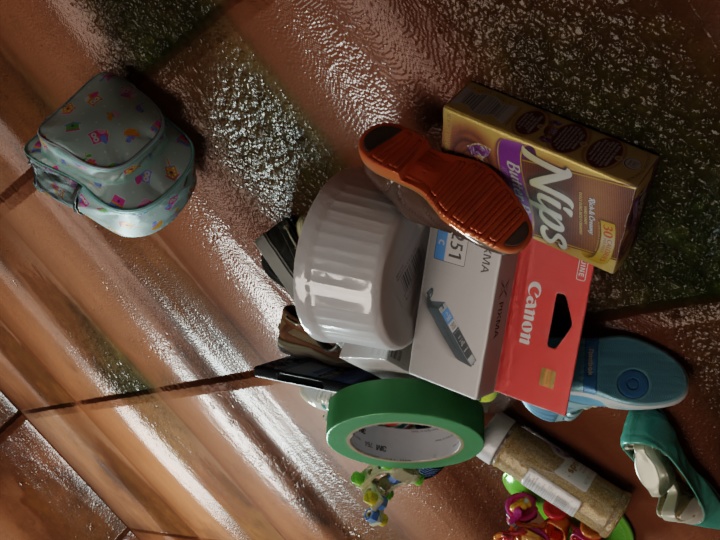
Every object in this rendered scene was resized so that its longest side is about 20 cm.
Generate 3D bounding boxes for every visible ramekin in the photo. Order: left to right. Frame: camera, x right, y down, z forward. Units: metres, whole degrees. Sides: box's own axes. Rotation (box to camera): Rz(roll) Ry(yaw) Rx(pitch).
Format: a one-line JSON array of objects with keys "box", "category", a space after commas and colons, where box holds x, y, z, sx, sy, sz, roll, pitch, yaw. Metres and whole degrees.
[{"box": [0.020, -0.008, 1.038, 0.098, 0.201, 0.201, 14, 138, 27], "category": "ramekin"}]

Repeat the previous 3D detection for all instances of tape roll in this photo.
[{"box": [0.057, 0.198, 1.197, 0.200, 0.048, 0.200, 2, 150, 1], "category": "tape roll"}]

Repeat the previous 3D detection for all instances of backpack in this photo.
[{"box": [-0.319, -0.150, 1.251, 0.200, 0.176, 0.153, 36, 151, 2], "category": "backpack"}]

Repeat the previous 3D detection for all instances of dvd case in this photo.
[{"box": [-0.033, 0.137, 1.315, 0.200, 0.143, 0.018, 5, 103, 44], "category": "dvd case"}]

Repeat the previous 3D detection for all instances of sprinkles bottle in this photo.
[{"box": [0.247, 0.263, 1.220, 0.200, 0.068, 0.068, 31, 146, 17], "category": "sprinkles bottle"}]

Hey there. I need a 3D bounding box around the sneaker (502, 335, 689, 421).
[{"box": [0.264, 0.128, 1.055, 0.200, 0.080, 0.131, 8, 156, 23], "category": "sneaker"}]

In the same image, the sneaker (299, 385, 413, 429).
[{"box": [-0.019, 0.170, 1.314, 0.200, 0.070, 0.093, 13, 170, 37], "category": "sneaker"}]

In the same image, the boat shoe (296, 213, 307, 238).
[{"box": [0.000, 0.000, 1.190, 0.066, 0.074, 0.200, -31, 105, 32], "category": "boat shoe"}]

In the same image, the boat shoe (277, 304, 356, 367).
[{"box": [-0.035, 0.087, 1.314, 0.200, 0.076, 0.072, 5, 107, 29], "category": "boat shoe"}]

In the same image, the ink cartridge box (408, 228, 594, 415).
[{"box": [0.145, 0.039, 0.991, 0.176, 0.045, 0.200, 17, 107, 35], "category": "ink cartridge box"}]

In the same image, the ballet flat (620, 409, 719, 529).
[{"box": [0.354, 0.245, 1.082, 0.067, 0.070, 0.200, -11, 120, 51], "category": "ballet flat"}]

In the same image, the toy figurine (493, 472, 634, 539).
[{"box": [0.236, 0.386, 1.265, 0.200, 0.184, 0.150, 25, 143, 26], "category": "toy figurine"}]

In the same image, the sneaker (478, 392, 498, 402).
[{"box": [0.150, 0.053, 1.080, 0.074, 0.084, 0.200, 24, 125, 35], "category": "sneaker"}]

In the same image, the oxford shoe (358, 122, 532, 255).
[{"box": [0.084, -0.071, 0.921, 0.200, 0.071, 0.073, 39, 158, 26], "category": "oxford shoe"}]

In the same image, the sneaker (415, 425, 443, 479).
[{"box": [0.103, 0.266, 1.389, 0.078, 0.070, 0.200, 28, 147, -31], "category": "sneaker"}]

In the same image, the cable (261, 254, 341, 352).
[{"box": [-0.061, 0.042, 1.288, 0.200, 0.097, 0.050, 30, -173, 29], "category": "cable"}]

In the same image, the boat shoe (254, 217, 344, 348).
[{"box": [-0.060, 0.014, 1.222, 0.200, 0.064, 0.071, 51, -177, 19], "category": "boat shoe"}]

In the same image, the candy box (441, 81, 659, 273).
[{"box": [0.173, -0.090, 0.905, 0.200, 0.056, 0.117, 26, 143, 23], "category": "candy box"}]

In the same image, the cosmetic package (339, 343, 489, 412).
[{"box": [0.075, 0.123, 1.181, 0.083, 0.051, 0.200, -5, 153, 46], "category": "cosmetic package"}]

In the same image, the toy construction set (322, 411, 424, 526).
[{"box": [0.025, 0.254, 1.358, 0.092, 0.131, 0.200, 24, -153, -42], "category": "toy construction set"}]
